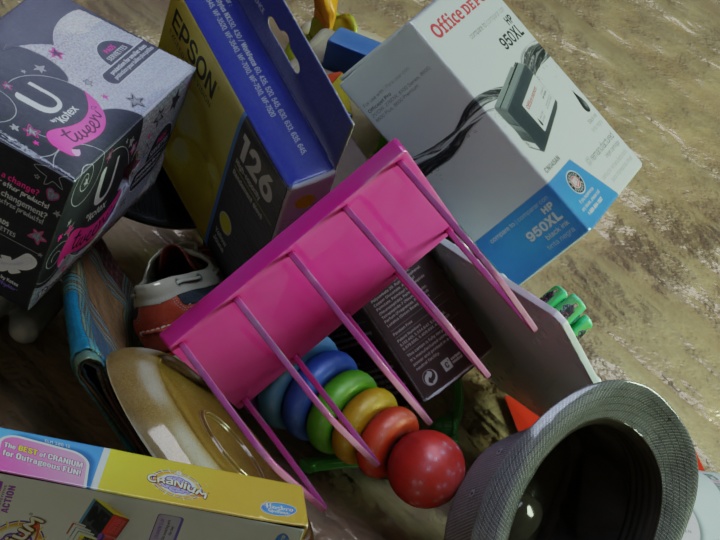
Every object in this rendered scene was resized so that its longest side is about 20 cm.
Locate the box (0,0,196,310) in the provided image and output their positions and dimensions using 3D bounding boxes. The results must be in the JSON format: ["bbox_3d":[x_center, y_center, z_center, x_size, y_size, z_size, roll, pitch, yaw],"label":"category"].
[{"bbox_3d":[-0.215,-0.087,1.584,0.132,0.115,0.200,28,34,6],"label":"box"}]

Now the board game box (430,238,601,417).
[{"bbox_3d":[0.126,0.053,1.703,0.026,0.200,0.200,-41,40,-12],"label":"board game box"}]

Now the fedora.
[{"bbox_3d":[0.130,0.165,1.606,0.177,0.200,0.090,42,-17,-35],"label":"fedora"}]

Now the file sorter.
[{"bbox_3d":[0.000,0.043,1.554,0.125,0.200,0.139,50,0,27],"label":"file sorter"}]

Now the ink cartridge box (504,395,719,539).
[{"bbox_3d":[0.209,0.153,1.768,0.162,0.057,0.200,8,40,-21],"label":"ink cartridge box"}]

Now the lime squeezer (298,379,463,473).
[{"bbox_3d":[0.043,0.125,1.730,0.071,0.038,0.200,4,19,36],"label":"lime squeezer"}]

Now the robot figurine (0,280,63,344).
[{"bbox_3d":[-0.275,-0.025,1.670,0.170,0.113,0.200,47,33,-7],"label":"robot figurine"}]

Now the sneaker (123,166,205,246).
[{"bbox_3d":[-0.128,-0.058,1.811,0.200,0.121,0.084,10,78,-13],"label":"sneaker"}]

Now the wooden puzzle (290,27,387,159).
[{"bbox_3d":[0.023,-0.131,1.839,0.185,0.046,0.200,22,31,12],"label":"wooden puzzle"}]

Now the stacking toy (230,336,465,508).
[{"bbox_3d":[-0.008,0.099,1.654,0.200,0.086,0.085,31,32,29],"label":"stacking toy"}]

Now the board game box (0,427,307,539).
[{"bbox_3d":[-0.149,0.179,1.413,0.200,0.153,0.040,13,32,-16],"label":"board game box"}]

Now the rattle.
[{"bbox_3d":[0.040,-0.206,2.113,0.200,0.143,0.130,19,13,6],"label":"rattle"}]

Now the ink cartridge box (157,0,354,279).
[{"bbox_3d":[-0.084,-0.102,1.637,0.047,0.200,0.198,-14,56,-25],"label":"ink cartridge box"}]

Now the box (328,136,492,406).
[{"bbox_3d":[0.000,0.000,1.721,0.075,0.100,0.200,-37,97,-21],"label":"box"}]

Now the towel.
[{"bbox_3d":[-0.168,0.048,1.627,0.022,0.147,0.200,-24,37,7],"label":"towel"}]

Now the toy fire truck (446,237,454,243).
[{"bbox_3d":[0.024,-0.029,1.886,0.200,0.112,0.168,37,59,22],"label":"toy fire truck"}]

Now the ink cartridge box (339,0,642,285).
[{"bbox_3d":[0.097,-0.107,1.736,0.200,0.084,0.145,49,32,-3],"label":"ink cartridge box"}]

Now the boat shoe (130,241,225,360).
[{"bbox_3d":[-0.127,0.011,1.702,0.071,0.063,0.200,-18,14,10],"label":"boat shoe"}]

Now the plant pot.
[{"bbox_3d":[-0.091,0.123,1.541,0.200,0.027,0.200,49,7,-8],"label":"plant pot"}]
